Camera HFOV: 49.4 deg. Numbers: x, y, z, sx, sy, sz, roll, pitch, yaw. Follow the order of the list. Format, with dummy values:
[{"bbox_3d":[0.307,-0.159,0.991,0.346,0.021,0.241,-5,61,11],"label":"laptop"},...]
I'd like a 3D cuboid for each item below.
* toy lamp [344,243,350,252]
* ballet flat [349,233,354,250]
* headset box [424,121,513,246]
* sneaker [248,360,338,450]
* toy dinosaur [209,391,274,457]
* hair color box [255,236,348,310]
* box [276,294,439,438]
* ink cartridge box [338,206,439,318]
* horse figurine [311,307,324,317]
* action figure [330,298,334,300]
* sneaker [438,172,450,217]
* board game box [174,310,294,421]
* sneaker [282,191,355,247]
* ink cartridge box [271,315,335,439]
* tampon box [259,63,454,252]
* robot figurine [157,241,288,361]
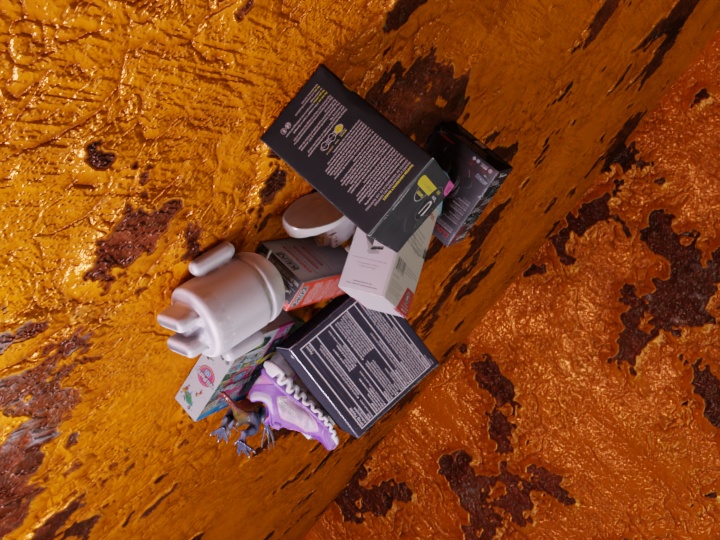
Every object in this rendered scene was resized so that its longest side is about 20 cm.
[{"bbox_3d":[0.016,-0.074,1.458,0.200,0.058,0.058,-44,163,-5],"label":"toy lamp"},{"bbox_3d":[0.022,-0.090,1.392,0.072,0.071,0.201,50,58,-73],"label":"ballet flat"},{"bbox_3d":[0.167,-0.156,1.482,0.077,0.149,0.200,-20,149,-56],"label":"headset box"},{"bbox_3d":[-0.124,0.257,1.406,0.088,0.200,0.080,-45,-172,-14],"label":"sneaker"},{"bbox_3d":[-0.192,0.264,1.447,0.182,0.105,0.201,-58,167,-57],"label":"toy dinosaur"},{"bbox_3d":[-0.087,-0.002,1.289,0.061,0.101,0.200,-55,161,22],"label":"hair color box"},{"bbox_3d":[-0.008,0.152,1.393,0.198,0.200,0.123,-39,-172,-18],"label":"box"},{"bbox_3d":[0.050,-0.040,1.282,0.147,0.082,0.201,43,63,-65],"label":"ink cartridge box"},{"bbox_3d":[-0.045,0.123,1.567,0.050,0.200,0.133,-23,124,-35],"label":"horse figurine"},{"bbox_3d":[0.000,0.000,1.500,0.199,0.134,0.150,-18,120,-11],"label":"action figure"},{"bbox_3d":[0.113,-0.096,1.427,0.090,0.078,0.201,2,118,-45],"label":"sneaker"},{"bbox_3d":[-0.220,0.158,1.382,0.200,0.064,0.147,-55,162,26],"label":"board game box"},{"bbox_3d":[-0.058,-0.071,1.256,0.200,0.074,0.116,-32,154,-44],"label":"sneaker"},{"bbox_3d":[-0.108,0.207,1.524,0.145,0.200,0.087,-48,164,4],"label":"ink cartridge box"},{"bbox_3d":[0.001,-0.142,1.027,0.126,0.200,0.150,-49,163,6],"label":"tampon box"},{"bbox_3d":[-0.189,0.047,1.124,0.200,0.113,0.170,-35,124,-34],"label":"robot figurine"}]
